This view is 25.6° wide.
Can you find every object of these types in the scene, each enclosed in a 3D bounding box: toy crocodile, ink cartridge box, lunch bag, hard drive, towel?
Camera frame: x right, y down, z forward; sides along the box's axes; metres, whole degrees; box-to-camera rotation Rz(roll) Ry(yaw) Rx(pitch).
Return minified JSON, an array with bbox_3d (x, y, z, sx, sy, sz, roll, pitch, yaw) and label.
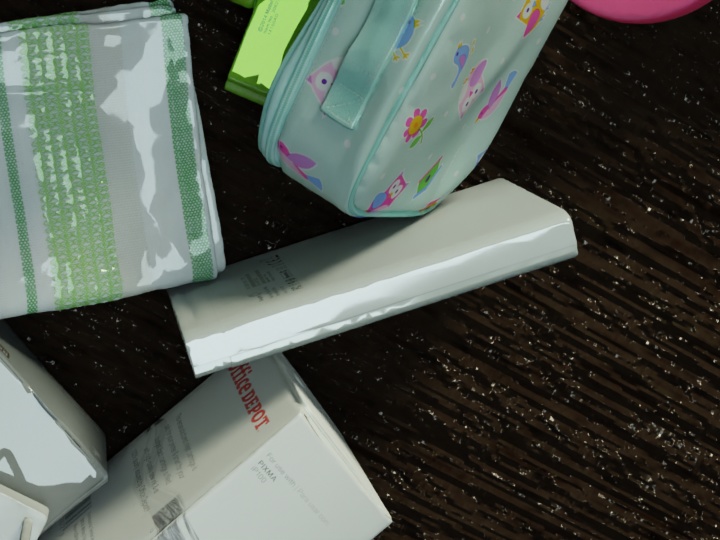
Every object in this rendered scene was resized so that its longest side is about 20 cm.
[{"bbox_3d":[-0.022,-0.182,0.825,0.067,0.062,0.202,17,102,-4],"label":"toy crocodile"},{"bbox_3d":[-0.093,0.141,0.831,0.199,0.147,0.083,-39,108,-1],"label":"ink cartridge box"},{"bbox_3d":[0.035,-0.126,0.784,0.077,0.160,0.202,33,106,19],"label":"lunch bag"},{"bbox_3d":[0.000,0.000,0.827,0.198,0.132,0.027,-17,104,-7],"label":"hard drive"},{"bbox_3d":[-0.170,-0.052,0.798,0.198,0.031,0.151,-11,93,-24],"label":"towel"}]

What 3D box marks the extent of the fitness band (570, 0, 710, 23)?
[{"bbox_3d":[0.158,-0.228,0.816,0.142,0.037,0.202,22,103,27],"label":"fitness band"}]

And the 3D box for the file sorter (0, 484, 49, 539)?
[{"bbox_3d":[-0.265,0.145,0.723,0.199,0.125,0.140,29,95,-13],"label":"file sorter"}]

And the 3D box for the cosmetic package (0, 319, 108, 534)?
[{"bbox_3d":[-0.238,0.122,0.831,0.199,0.090,0.107,-39,106,-4],"label":"cosmetic package"}]
